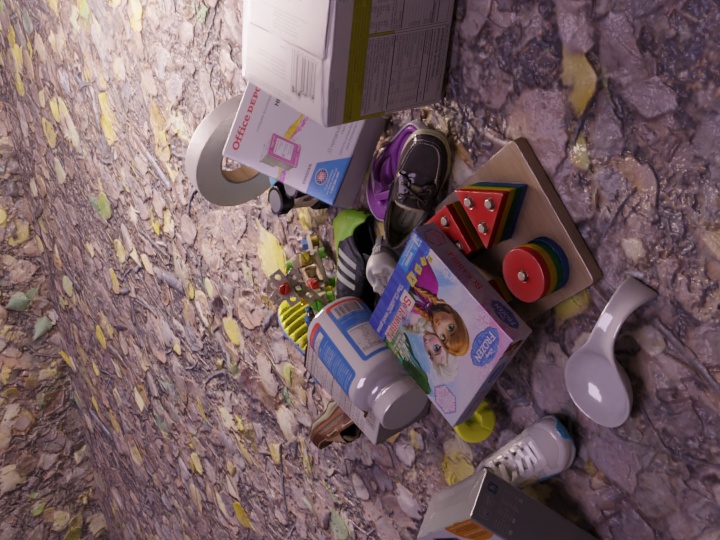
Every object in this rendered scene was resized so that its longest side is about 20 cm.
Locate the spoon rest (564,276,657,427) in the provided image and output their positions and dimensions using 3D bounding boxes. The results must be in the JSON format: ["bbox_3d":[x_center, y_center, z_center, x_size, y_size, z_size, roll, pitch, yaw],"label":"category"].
[{"bbox_3d":[0.294,0.105,1.046,0.099,0.060,0.201,38,135,38],"label":"spoon rest"}]

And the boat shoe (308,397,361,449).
[{"bbox_3d":[-0.037,0.284,1.607,0.074,0.075,0.200,52,144,18],"label":"boat shoe"}]

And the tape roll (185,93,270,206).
[{"bbox_3d":[-0.192,-0.197,1.441,0.037,0.202,0.204,43,139,30],"label":"tape roll"}]

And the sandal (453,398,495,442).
[{"bbox_3d":[0.133,0.155,1.294,0.087,0.079,0.201,112,142,-82],"label":"sandal"}]

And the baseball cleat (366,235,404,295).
[{"bbox_3d":[0.067,0.032,1.331,0.069,0.107,0.201,-6,133,19],"label":"baseball cleat"}]

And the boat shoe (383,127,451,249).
[{"bbox_3d":[0.075,-0.105,1.214,0.071,0.066,0.201,18,140,1],"label":"boat shoe"}]

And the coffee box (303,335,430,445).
[{"bbox_3d":[0.011,0.173,1.440,0.200,0.114,0.080,44,142,34],"label":"coffee box"}]

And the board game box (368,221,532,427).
[{"bbox_3d":[0.111,0.075,1.172,0.200,0.041,0.201,50,140,25],"label":"board game box"}]

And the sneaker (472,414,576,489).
[{"bbox_3d":[0.225,0.269,1.219,0.077,0.080,0.200,57,144,19],"label":"sneaker"}]

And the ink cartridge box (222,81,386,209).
[{"bbox_3d":[-0.085,-0.195,1.288,0.199,0.085,0.145,25,100,19],"label":"ink cartridge box"}]

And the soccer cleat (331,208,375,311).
[{"bbox_3d":[0.000,0.000,1.404,0.081,0.067,0.201,11,116,45],"label":"soccer cleat"}]

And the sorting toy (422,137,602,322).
[{"bbox_3d":[0.178,-0.031,1.126,0.201,0.069,0.199,62,146,9],"label":"sorting toy"}]

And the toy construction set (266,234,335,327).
[{"bbox_3d":[-0.086,0.023,1.453,0.092,0.200,0.132,-15,101,14],"label":"toy construction set"}]

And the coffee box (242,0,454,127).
[{"bbox_3d":[-0.017,-0.325,1.120,0.199,0.197,0.201,37,134,39],"label":"coffee box"}]

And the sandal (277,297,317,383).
[{"bbox_3d":[-0.087,0.138,1.582,0.200,0.079,0.087,55,154,24],"label":"sandal"}]

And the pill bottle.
[{"bbox_3d":[0.012,0.142,1.331,0.200,0.112,0.113,50,143,36],"label":"pill bottle"}]

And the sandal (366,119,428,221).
[{"bbox_3d":[0.042,-0.144,1.273,0.083,0.050,0.203,55,145,19],"label":"sandal"}]

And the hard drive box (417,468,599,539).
[{"bbox_3d":[0.206,0.376,1.226,0.199,0.077,0.156,32,145,-8],"label":"hard drive box"}]

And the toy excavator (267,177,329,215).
[{"bbox_3d":[-0.093,-0.213,1.399,0.194,0.099,0.201,-35,70,55],"label":"toy excavator"}]
